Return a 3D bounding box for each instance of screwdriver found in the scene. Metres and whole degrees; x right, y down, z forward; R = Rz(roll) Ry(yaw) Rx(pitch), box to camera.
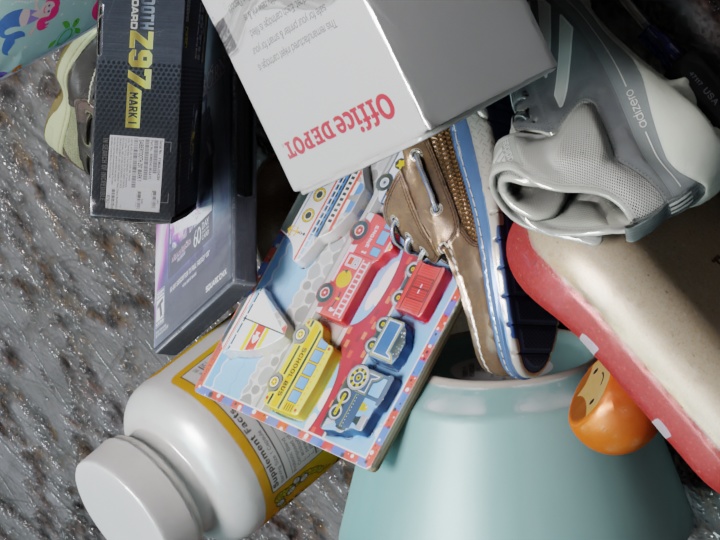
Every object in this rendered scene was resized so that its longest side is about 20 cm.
[{"bbox_3d":[0.128,-0.129,1.068,0.200,0.028,0.029,48,120,14],"label":"screwdriver"}]

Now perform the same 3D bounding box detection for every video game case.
[{"bbox_3d":[-0.094,-0.064,1.320,0.143,0.019,0.201,141,131,-60],"label":"video game case"}]

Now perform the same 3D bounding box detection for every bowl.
[{"bbox_3d":[0.084,0.096,1.216,0.200,0.200,0.106,11,110,49],"label":"bowl"}]

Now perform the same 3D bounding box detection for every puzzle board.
[{"bbox_3d":[0.000,0.000,1.218,0.150,0.201,0.017,20,167,43],"label":"puzzle board"}]

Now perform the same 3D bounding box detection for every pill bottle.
[{"bbox_3d":[-0.071,0.091,1.315,0.113,0.200,0.113,35,147,27],"label":"pill bottle"}]

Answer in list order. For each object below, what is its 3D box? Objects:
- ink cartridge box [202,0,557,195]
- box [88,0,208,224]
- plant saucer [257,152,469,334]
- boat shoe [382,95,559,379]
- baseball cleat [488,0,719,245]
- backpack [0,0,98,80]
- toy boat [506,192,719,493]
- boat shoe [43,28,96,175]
[{"bbox_3d":[-0.014,-0.152,1.011,0.145,0.083,0.201,-19,97,62],"label":"ink cartridge box"},{"bbox_3d":[-0.113,-0.130,1.210,0.158,0.051,0.201,-95,9,-86],"label":"box"},{"bbox_3d":[0.011,0.004,1.349,0.200,0.034,0.201,33,143,29],"label":"plant saucer"},{"bbox_3d":[0.053,-0.036,1.148,0.072,0.072,0.201,-16,75,27],"label":"boat shoe"},{"bbox_3d":[0.088,-0.084,1.049,0.200,0.106,0.070,43,160,45],"label":"baseball cleat"},{"bbox_3d":[-0.214,-0.215,1.278,0.150,0.200,0.178,30,136,28],"label":"backpack"},{"bbox_3d":[0.148,0.043,1.089,0.200,0.130,0.131,49,129,10],"label":"toy boat"},{"bbox_3d":[-0.160,-0.117,1.433,0.066,0.072,0.201,44,154,5],"label":"boat shoe"}]
